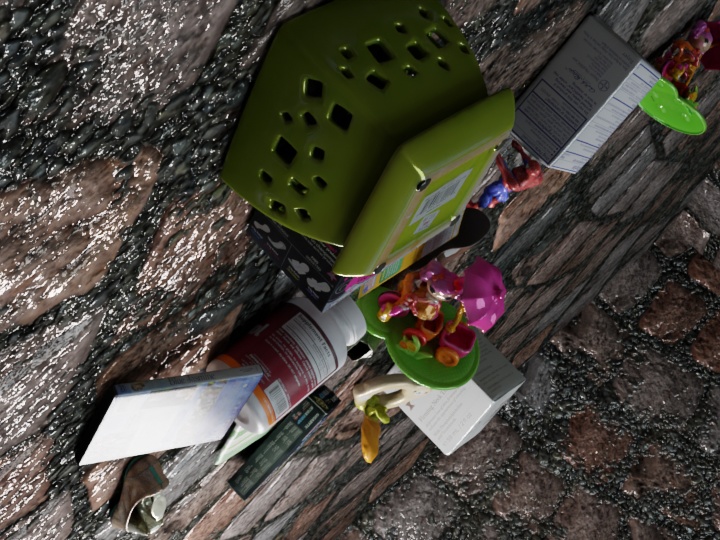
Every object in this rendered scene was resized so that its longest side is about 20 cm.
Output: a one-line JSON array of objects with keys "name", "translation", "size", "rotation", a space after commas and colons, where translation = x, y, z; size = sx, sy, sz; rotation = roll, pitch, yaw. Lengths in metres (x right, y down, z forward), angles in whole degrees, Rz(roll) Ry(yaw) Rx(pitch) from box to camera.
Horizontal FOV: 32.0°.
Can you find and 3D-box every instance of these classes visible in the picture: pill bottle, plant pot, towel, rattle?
[{"name": "pill bottle", "translation": [-0.091, 0.108, 1.616], "size": [0.200, 0.113, 0.113], "rotation": [-38, 164, -24]}, {"name": "plant pot", "translation": [0.016, -0.125, 1.167], "size": [0.199, 0.182, 0.200], "rotation": [-31, 160, -41]}, {"name": "towel", "translation": [-0.141, 0.205, 1.915], "size": [0.152, 0.023, 0.201], "rotation": [-30, 160, -44]}, {"name": "rattle", "translation": [0.091, 0.254, 2.336], "size": [0.198, 0.144, 0.131], "rotation": [-9, 138, -1]}]

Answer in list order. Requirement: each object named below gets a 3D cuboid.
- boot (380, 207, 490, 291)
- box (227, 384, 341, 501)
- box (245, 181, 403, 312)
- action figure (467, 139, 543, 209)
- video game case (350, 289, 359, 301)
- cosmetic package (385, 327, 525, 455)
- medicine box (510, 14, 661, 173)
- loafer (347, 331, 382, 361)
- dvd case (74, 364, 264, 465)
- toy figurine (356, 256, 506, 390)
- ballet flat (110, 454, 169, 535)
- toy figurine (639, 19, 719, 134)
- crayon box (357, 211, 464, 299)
[{"name": "boot", "translation": [0.094, -0.001, 1.907], "size": [0.185, 0.064, 0.200], "rotation": [-27, 162, -29]}, {"name": "box", "translation": [-0.123, 0.281, 2.073], "size": [0.200, 0.046, 0.159], "rotation": [-47, 175, 6]}, {"name": "box", "translation": [0.000, -0.072, 1.352], "size": [0.199, 0.132, 0.115], "rotation": [-34, 163, -38]}, {"name": "action figure", "translation": [0.204, -0.150, 1.829], "size": [0.065, 0.100, 0.200], "rotation": [-19, 180, -22]}, {"name": "video game case", "translation": [0.000, 0.000, 1.766], "size": [0.200, 0.017, 0.143], "rotation": [-47, 165, 1]}, {"name": "cosmetic package", "translation": [0.181, 0.219, 2.480], "size": [0.168, 0.200, 0.166], "rotation": [-54, 164, 28]}, {"name": "medicine box", "translation": [0.321, -0.249, 1.818], "size": [0.200, 0.103, 0.182], "rotation": [-49, 164, 15]}, {"name": "loafer", "translation": [-0.002, 0.097, 1.812], "size": [0.199, 0.070, 0.075], "rotation": [-21, 163, -36]}, {"name": "dvd case", "translation": [-0.223, 0.168, 1.469], "size": [0.199, 0.018, 0.143], "rotation": [-6, 144, -38]}, {"name": "toy figurine", "translation": [0.114, 0.042, 1.720], "size": [0.184, 0.199, 0.151], "rotation": [-54, -173, 49]}, {"name": "ballet flat", "translation": [-0.296, 0.320, 1.704], "size": [0.068, 0.067, 0.201], "rotation": [-36, 162, -31]}, {"name": "toy figurine", "translation": [0.590, -0.374, 2.252], "size": [0.185, 0.150, 0.200], "rotation": [-57, 142, -7]}, {"name": "crayon box", "translation": [0.059, -0.062, 1.653], "size": [0.199, 0.052, 0.126], "rotation": [-33, 151, -35]}]
